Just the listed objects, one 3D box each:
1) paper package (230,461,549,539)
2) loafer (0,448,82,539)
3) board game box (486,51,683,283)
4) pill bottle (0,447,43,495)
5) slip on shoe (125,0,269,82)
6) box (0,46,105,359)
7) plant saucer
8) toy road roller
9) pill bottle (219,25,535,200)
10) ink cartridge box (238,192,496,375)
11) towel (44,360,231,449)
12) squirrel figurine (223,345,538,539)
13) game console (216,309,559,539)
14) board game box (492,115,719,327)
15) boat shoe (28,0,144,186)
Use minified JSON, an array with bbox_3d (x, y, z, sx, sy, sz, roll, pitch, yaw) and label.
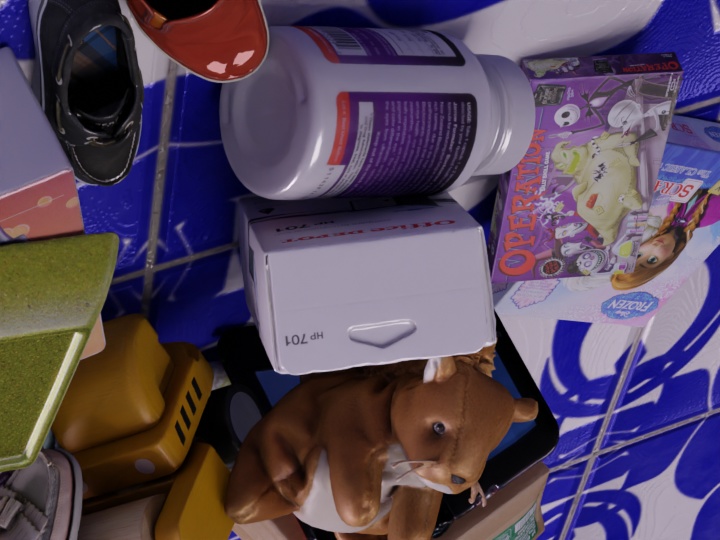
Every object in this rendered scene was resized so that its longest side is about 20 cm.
[{"bbox_3d":[0.016,0.174,1.848,0.200,0.191,0.104,-35,154,-19],"label":"paper package"},{"bbox_3d":[-0.244,0.211,1.587,0.063,0.072,0.201,16,97,-42],"label":"loafer"},{"bbox_3d":[0.163,-0.074,1.779,0.119,0.032,0.201,-2,134,-10],"label":"board game box"},{"bbox_3d":[-0.277,0.123,1.648,0.112,0.113,0.200,-24,149,-12],"label":"pill bottle"},{"bbox_3d":[-0.104,-0.166,1.430,0.074,0.061,0.200,-30,148,2],"label":"slip on shoe"},{"bbox_3d":[-0.254,-0.014,1.476,0.152,0.107,0.200,-23,149,-13],"label":"box"},{"bbox_3d":[-0.250,0.070,1.448,0.199,0.048,0.200,-8,143,-34],"label":"plant saucer"},{"bbox_3d":[-0.163,0.124,1.643,0.122,0.200,0.146,-18,122,27],"label":"toy road roller"},{"bbox_3d":[0.016,-0.104,1.579,0.199,0.112,0.112,-2,139,-39],"label":"pill bottle"},{"bbox_3d":[0.000,0.000,1.597,0.146,0.200,0.086,-7,101,-7],"label":"ink cartridge box"},{"bbox_3d":[-0.171,0.145,1.838,0.171,0.048,0.200,-12,144,-35],"label":"towel"},{"bbox_3d":[0.029,0.093,1.629,0.141,0.201,0.186,32,138,-24],"label":"squirrel figurine"},{"bbox_3d":[0.017,0.088,1.762,0.172,0.201,0.119,-6,145,-35],"label":"game console"},{"bbox_3d":[0.216,-0.039,1.914,0.199,0.041,0.200,5,134,-44],"label":"board game box"},{"bbox_3d":[-0.165,-0.108,1.467,0.068,0.057,0.200,-23,148,-13],"label":"boat shoe"}]
